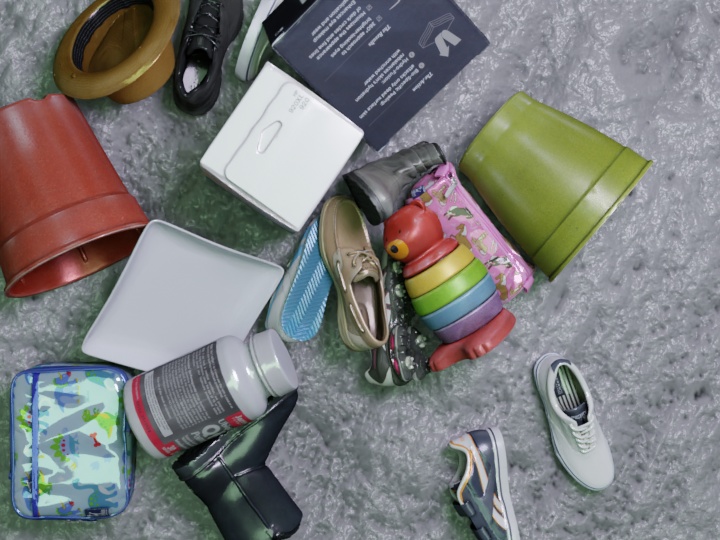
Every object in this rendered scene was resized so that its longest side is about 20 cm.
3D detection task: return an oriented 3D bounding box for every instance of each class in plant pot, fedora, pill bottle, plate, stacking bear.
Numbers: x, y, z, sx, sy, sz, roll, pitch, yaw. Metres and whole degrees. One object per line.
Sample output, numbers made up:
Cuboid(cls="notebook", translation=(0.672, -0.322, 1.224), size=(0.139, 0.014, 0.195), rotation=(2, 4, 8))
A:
Cuboid(cls="plant pot", translation=(0.237, -0.123, 1.374), size=(0.193, 0.200, 0.201), rotation=(41, 87, 7))
Cuboid(cls="fedora", translation=(-0.291, -0.274, 1.337), size=(0.200, 0.201, 0.082), rotation=(-38, 138, -3))
Cuboid(cls="pill bottle", translation=(-0.184, 0.148, 1.324), size=(0.199, 0.111, 0.111), rotation=(-24, 93, 6))
Cuboid(cls="plate", translation=(-0.225, 0.043, 1.346), size=(0.199, 0.032, 0.200), rotation=(21, 109, -34))
Cuboid(cls="plant pot", translation=(-0.380, -0.097, 1.308), size=(0.200, 0.201, 0.196), rotation=(-25, 86, -5))
Cuboid(cls="stacking bear", translation=(0.100, 0.008, 1.342), size=(0.114, 0.121, 0.201), rotation=(-37, 96, -38))

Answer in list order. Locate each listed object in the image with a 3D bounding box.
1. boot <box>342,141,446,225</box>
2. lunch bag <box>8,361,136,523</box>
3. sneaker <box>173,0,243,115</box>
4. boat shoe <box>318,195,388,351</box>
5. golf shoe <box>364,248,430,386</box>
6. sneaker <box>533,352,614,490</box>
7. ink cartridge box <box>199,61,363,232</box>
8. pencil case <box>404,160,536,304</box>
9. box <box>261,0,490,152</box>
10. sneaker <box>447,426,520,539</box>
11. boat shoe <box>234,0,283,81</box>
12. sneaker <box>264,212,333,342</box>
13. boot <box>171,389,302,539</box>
Cuboid(cls="boot", translation=(0.049, -0.124, 1.340), size=(0.130, 0.200, 0.068), rotation=(-28, 104, 0))
Cuboid(cls="lunch bag", translation=(-0.370, 0.219, 1.364), size=(0.160, 0.082, 0.201), rotation=(2, 90, -3))
Cuboid(cls="sneaker", translation=(-0.195, -0.302, 1.365), size=(0.075, 0.091, 0.201), rotation=(9, 89, -4))
Cuboid(cls="boat shoe", translation=(0.000, 0.000, 1.346), size=(0.071, 0.064, 0.201), rotation=(-11, 87, -33))
Cuboid(cls="golf shoe", translation=(0.037, 0.053, 1.400), size=(0.077, 0.088, 0.201), rotation=(21, 61, -45))
Cuboid(cls="sneaker", translation=(0.288, 0.208, 1.432), size=(0.073, 0.071, 0.201), rotation=(-27, 93, -4))
Cuboid(cls="ink cartridge box", translation=(-0.099, -0.144, 1.321), size=(0.144, 0.200, 0.148), rotation=(34, 88, -5))
Cuboid(cls="pencil case", translation=(0.146, -0.046, 1.404), size=(0.083, 0.087, 0.200), rotation=(-39, 97, 8))
Cuboid(cls="box", translation=(0.017, -0.294, 1.323), size=(0.197, 0.118, 0.200), rotation=(-43, 117, 10))
Cuboid(cls="sneaker", translation=(0.162, 0.314, 1.420), size=(0.079, 0.078, 0.201), rotation=(-8, 81, -10))
Cuboid(cls="boat shoe", translation=(-0.097, -0.330, 1.387), size=(0.070, 0.071, 0.201), rotation=(26, 82, -3))
Cuboid(cls="sneaker", translation=(-0.067, 0.001, 1.390), size=(0.076, 0.081, 0.201), rotation=(36, 66, -21))
Cuboid(cls="boot", translation=(-0.125, 0.261, 1.393), size=(0.200, 0.076, 0.169), rotation=(-40, 106, -18))
